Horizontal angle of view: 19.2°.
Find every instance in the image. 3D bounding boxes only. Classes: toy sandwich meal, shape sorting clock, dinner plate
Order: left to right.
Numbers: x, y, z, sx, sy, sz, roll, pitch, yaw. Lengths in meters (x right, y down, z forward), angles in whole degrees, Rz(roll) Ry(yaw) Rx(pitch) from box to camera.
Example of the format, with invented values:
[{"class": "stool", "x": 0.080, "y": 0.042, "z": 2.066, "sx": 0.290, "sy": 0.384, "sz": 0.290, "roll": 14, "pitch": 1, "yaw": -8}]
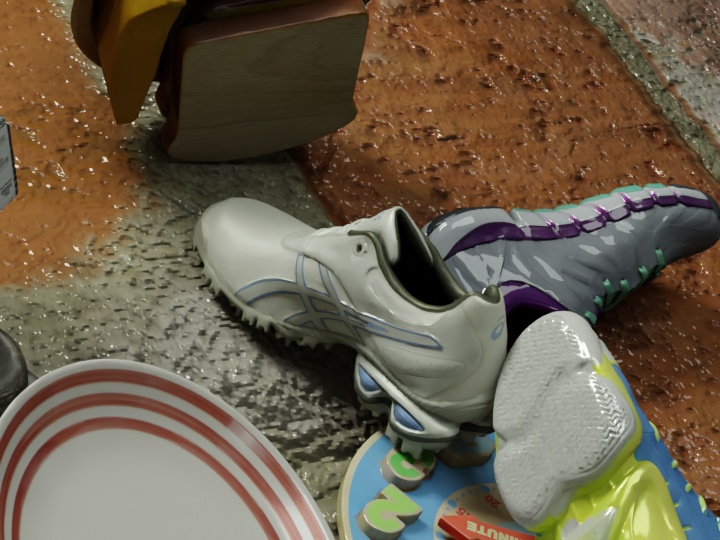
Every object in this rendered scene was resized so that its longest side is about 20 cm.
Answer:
[{"class": "dinner plate", "x": -0.080, "y": 0.130, "z": 0.885, "sx": 0.200, "sy": 0.024, "sz": 0.200, "roll": 32, "pitch": 39, "yaw": -30}, {"class": "toy sandwich meal", "x": -0.056, "y": -0.131, "z": 1.097, "sx": 0.205, "sy": 0.205, "sz": 0.070, "roll": -5, "pitch": 63, "yaw": -36}, {"class": "shape sorting clock", "x": 0.082, "y": 0.140, "z": 0.998, "sx": 0.200, "sy": 0.039, "sz": 0.200, "roll": 17, "pitch": 40, "yaw": -15}]

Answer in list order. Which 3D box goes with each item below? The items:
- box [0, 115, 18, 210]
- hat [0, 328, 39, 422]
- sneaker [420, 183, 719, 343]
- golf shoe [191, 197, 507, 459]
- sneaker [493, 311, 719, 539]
[{"class": "box", "x": -0.274, "y": -0.016, "z": 0.887, "sx": 0.193, "sy": 0.048, "sz": 0.200, "roll": 12, "pitch": 34, "yaw": 19}, {"class": "hat", "x": -0.188, "y": 0.065, "z": 0.882, "sx": 0.200, "sy": 0.081, "sz": 0.201, "roll": 18, "pitch": 40, "yaw": -15}, {"class": "sneaker", "x": 0.120, "y": 0.010, "z": 1.158, "sx": 0.200, "sy": 0.074, "sz": 0.088, "roll": -9, "pitch": 64, "yaw": -26}, {"class": "golf shoe", "x": 0.000, "y": 0.000, "z": 1.046, "sx": 0.200, "sy": 0.097, "sz": 0.078, "roll": 35, "pitch": 35, "yaw": 30}, {"class": "sneaker", "x": 0.125, "y": 0.118, "z": 0.972, "sx": 0.105, "sy": 0.076, "sz": 0.200, "roll": 16, "pitch": 55, "yaw": -44}]
